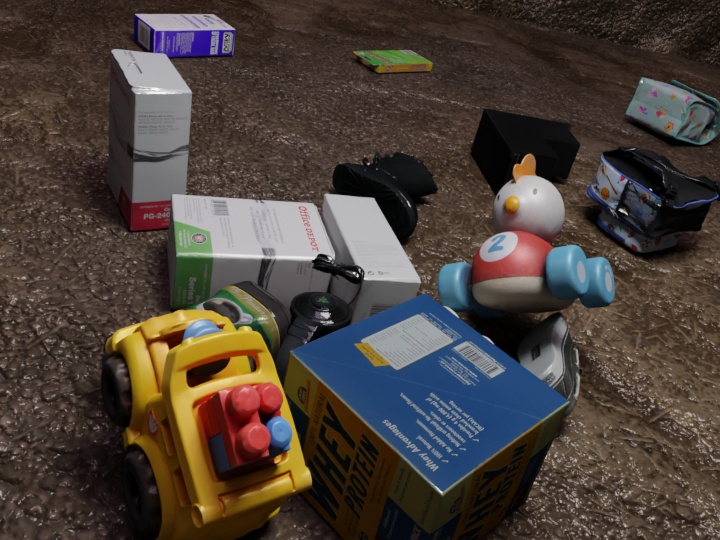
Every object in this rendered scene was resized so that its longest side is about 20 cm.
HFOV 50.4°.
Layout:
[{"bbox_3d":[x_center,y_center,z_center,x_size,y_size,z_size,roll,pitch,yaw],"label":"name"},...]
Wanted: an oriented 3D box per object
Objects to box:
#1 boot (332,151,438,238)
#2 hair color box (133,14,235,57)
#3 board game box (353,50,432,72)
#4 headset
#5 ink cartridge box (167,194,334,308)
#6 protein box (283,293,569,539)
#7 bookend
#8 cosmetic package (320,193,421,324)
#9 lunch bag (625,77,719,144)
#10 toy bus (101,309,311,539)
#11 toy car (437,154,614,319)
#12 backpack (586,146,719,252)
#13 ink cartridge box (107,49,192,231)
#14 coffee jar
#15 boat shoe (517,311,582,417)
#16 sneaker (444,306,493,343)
[{"bbox_3d":[0.064,-0.130,1.255,0.160,0.075,0.197,-13,40,-42],"label":"boot"},{"bbox_3d":[-0.388,-0.521,1.694,0.196,0.066,0.109,-16,41,-36],"label":"hair color box"},{"bbox_3d":[0.080,-0.527,1.926,0.196,0.031,0.095,-10,38,-38],"label":"board game box"},{"bbox_3d":[-0.053,0.066,0.814,0.092,0.125,0.202,21,54,16],"label":"headset"},{"bbox_3d":[-0.145,-0.023,0.984,0.194,0.086,0.147,3,33,-18],"label":"ink cartridge box"},{"bbox_3d":[0.053,0.153,0.735,0.197,0.138,0.197,-19,44,-42],"label":"protein box"},{"bbox_3d":[0.337,-0.214,1.471,0.194,0.094,0.201,6,34,-15],"label":"bookend"},{"bbox_3d":[0.000,0.000,0.982,0.079,0.115,0.202,3,35,-19],"label":"cosmetic package"},{"bbox_3d":[0.800,-0.400,1.925,0.196,0.125,0.170,0,31,-37],"label":"lunch bag"},{"bbox_3d":[-0.120,0.111,0.624,0.133,0.192,0.205,-9,71,-33],"label":"toy bus"},{"bbox_3d":[0.207,-0.052,0.976,0.181,0.206,0.175,-10,-14,37],"label":"toy car"},{"bbox_3d":[0.502,-0.133,1.353,0.196,0.156,0.191,-5,43,-39],"label":"backpack"},{"bbox_3d":[-0.295,-0.182,1.062,0.081,0.204,0.146,-6,36,-29],"label":"ink cartridge box"},{"bbox_3d":[-0.163,0.083,0.809,0.103,0.087,0.198,31,36,30],"label":"coffee jar"},{"bbox_3d":[0.236,0.116,0.946,0.064,0.070,0.200,48,25,-5],"label":"boat shoe"},{"bbox_3d":[0.115,0.108,0.907,0.074,0.085,0.200,-36,21,-4],"label":"sneaker"}]
